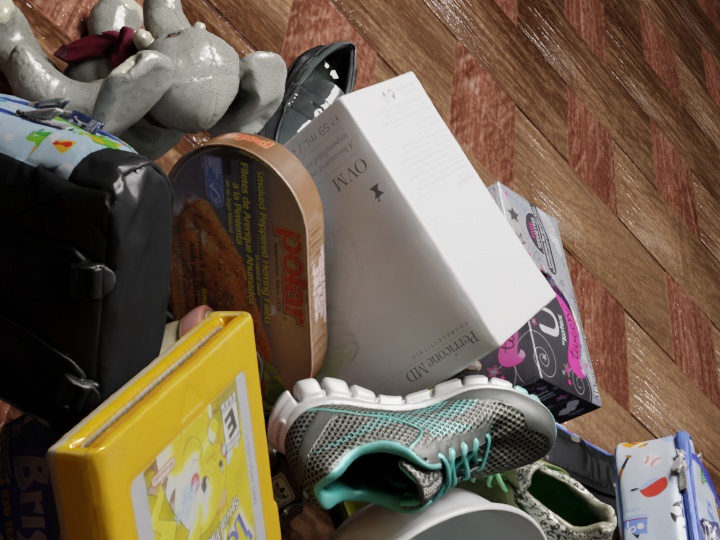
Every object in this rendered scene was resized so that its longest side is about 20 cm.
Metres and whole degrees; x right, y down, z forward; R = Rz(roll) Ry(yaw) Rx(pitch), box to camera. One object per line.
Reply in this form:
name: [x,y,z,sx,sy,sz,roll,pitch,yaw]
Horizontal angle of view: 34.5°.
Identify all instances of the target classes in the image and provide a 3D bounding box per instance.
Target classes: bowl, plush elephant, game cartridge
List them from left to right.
plush elephant: [-0.149,-0.138,0.807,0.164,0.154,0.203,-8,73,-56]
game cartridge: [-0.088,0.146,0.607,0.176,0.032,0.204,-46,131,-63]
bowl: [0.030,0.226,0.809,0.200,0.203,0.090,29,6,-40]

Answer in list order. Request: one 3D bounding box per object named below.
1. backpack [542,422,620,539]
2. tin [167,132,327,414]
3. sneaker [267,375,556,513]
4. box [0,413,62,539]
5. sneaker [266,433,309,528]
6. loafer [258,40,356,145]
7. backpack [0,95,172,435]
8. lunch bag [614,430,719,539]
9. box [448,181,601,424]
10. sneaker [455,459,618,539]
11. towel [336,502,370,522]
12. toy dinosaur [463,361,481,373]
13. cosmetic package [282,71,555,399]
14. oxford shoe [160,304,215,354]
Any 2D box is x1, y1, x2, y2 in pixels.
backpack: [0.152,0.219,0.971,0.190,0.153,0.202,42,38,-32]
tin: [-0.076,0.004,0.797,0.042,0.110,0.203,-40,137,-52]
sneaker: [0.041,0.122,0.753,0.196,0.079,0.092,-1,29,-15]
box: [-0.161,0.175,0.643,0.064,0.069,0.203,28,46,-43]
sneaker: [-0.082,0.151,0.766,0.071,0.075,0.200,60,32,-3]
loafer: [-0.045,-0.142,1.035,0.068,0.070,0.202,44,37,-24]
backpack: [-0.198,-0.020,0.626,0.196,0.166,0.154,14,29,8]
lunch bag: [0.250,0.224,0.882,0.162,0.074,0.202,-78,147,-49]
box: [0.126,0.044,1.081,0.114,0.131,0.203,24,48,-46]
sneaker: [0.106,0.148,0.848,0.197,0.089,0.077,26,58,9]
towel: [0.015,0.208,0.917,0.086,0.018,0.203,-2,68,-60]
toy dinosaur: [0.041,0.002,0.988,0.106,0.060,0.203,-16,84,-81]
cosmetic package: [0.000,0.000,0.861,0.202,0.198,0.123,55,33,2]
oxford shoe: [-0.117,0.113,0.732,0.202,0.073,0.071,-95,159,-50]
